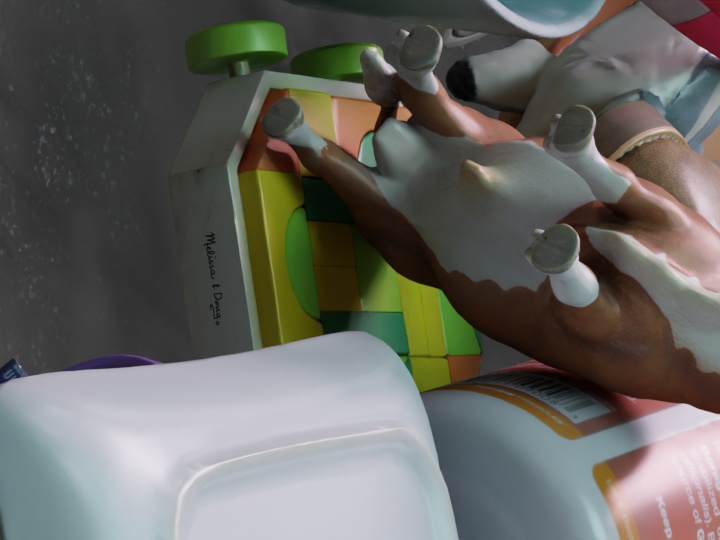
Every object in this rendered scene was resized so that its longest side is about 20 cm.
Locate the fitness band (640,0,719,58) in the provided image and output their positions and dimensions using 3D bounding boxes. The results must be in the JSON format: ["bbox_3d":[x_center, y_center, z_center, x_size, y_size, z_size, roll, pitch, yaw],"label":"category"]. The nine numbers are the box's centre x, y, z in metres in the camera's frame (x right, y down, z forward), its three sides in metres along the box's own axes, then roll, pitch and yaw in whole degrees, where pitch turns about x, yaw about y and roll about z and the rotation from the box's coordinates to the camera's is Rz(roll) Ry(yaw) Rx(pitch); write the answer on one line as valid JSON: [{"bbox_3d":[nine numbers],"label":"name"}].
[{"bbox_3d":[0.124,-0.152,1.025,0.200,0.037,0.144,30,55,-46],"label":"fitness band"}]

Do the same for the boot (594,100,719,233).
[{"bbox_3d":[0.131,0.001,1.046,0.075,0.074,0.200,46,12,24],"label":"boot"}]

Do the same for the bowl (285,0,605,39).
[{"bbox_3d":[0.000,-0.164,0.967,0.201,0.105,0.201,33,51,-55],"label":"bowl"}]

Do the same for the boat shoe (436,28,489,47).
[{"bbox_3d":[0.068,-0.138,1.119,0.062,0.075,0.200,49,40,9],"label":"boat shoe"}]

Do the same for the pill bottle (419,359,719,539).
[{"bbox_3d":[0.080,0.079,0.941,0.200,0.112,0.112,-12,91,-54],"label":"pill bottle"}]

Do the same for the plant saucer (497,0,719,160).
[{"bbox_3d":[0.137,-0.039,1.149,0.200,0.037,0.200,-4,100,-23],"label":"plant saucer"}]

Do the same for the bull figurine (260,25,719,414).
[{"bbox_3d":[0.063,-0.008,0.870,0.065,0.200,0.121,-58,139,-12],"label":"bull figurine"}]

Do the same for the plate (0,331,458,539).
[{"bbox_3d":[-0.013,0.117,0.741,0.200,0.032,0.200,-6,84,-62],"label":"plate"}]

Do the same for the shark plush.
[{"bbox_3d":[0.112,-0.062,1.099,0.200,0.091,0.083,-38,129,-37],"label":"shark plush"}]

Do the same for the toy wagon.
[{"bbox_3d":[0.000,0.000,0.976,0.200,0.040,0.155,2,78,-62],"label":"toy wagon"}]

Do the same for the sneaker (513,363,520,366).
[{"bbox_3d":[0.108,0.122,1.097,0.200,0.100,0.070,38,37,-8],"label":"sneaker"}]

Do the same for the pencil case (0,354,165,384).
[{"bbox_3d":[-0.041,0.115,0.816,0.085,0.084,0.200,-42,122,-15],"label":"pencil case"}]
